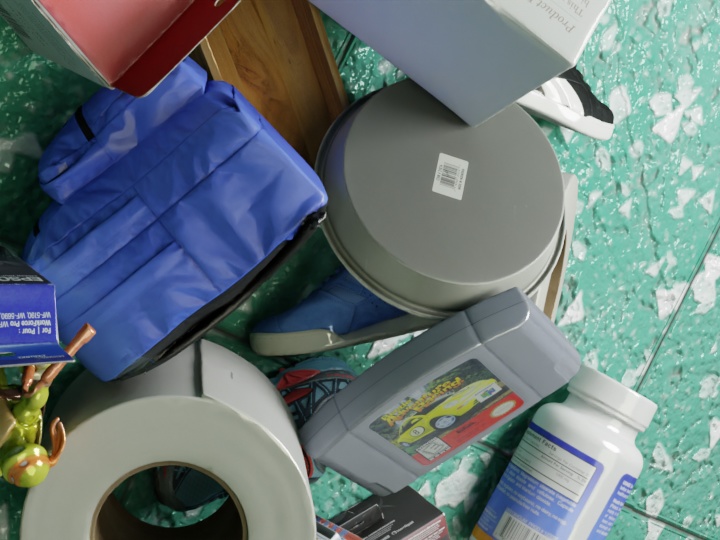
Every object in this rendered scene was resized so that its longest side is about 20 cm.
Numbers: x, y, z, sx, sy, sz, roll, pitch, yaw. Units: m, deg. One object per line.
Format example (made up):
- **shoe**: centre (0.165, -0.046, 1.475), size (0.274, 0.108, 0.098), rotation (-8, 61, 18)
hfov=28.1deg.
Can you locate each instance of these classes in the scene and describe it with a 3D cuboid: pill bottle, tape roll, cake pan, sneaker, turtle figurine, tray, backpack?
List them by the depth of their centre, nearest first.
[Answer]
- **turtle figurine**: centre (-0.237, 0.085, 0.941), size (0.064, 0.161, 0.201), rotation (9, 118, -48)
- **backpack**: centre (-0.142, -0.037, 0.974), size (0.200, 0.163, 0.168), rotation (-44, 96, 4)
- **tape roll**: centre (-0.135, 0.163, 1.023), size (0.200, 0.139, 0.205), rotation (-1, 103, -7)
- **cake pan**: centre (0.065, -0.061, 1.065), size (0.199, 0.201, 0.037), rotation (-27, 165, -24)
- **tray**: centre (-0.064, -0.133, 1.073), size (0.098, 0.037, 0.201), rotation (-33, 122, -21)
- **sneaker**: centre (0.000, 0.000, 1.121), size (0.077, 0.198, 0.112), rotation (1, 77, -71)
- **sneaker**: centre (-0.069, 0.132, 1.131), size (0.199, 0.095, 0.080), rotation (-28, 122, -24)
- **sneaker**: centre (0.156, -0.185, 1.186), size (0.199, 0.073, 0.113), rotation (17, 98, -37)
- **tape roll**: centre (0.143, 0.016, 1.200), size (0.203, 0.037, 0.205), rotation (12, 90, -78)
- **pill bottle**: centre (0.192, 0.193, 1.331), size (0.112, 0.112, 0.201), rotation (30, 89, -39)

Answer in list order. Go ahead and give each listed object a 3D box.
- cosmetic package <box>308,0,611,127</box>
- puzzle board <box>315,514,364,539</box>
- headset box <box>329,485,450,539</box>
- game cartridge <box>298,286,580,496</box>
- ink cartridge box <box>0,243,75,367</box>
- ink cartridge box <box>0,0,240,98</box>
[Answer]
- **cosmetic package**: centre (0.095, -0.244, 1.008), size (0.167, 0.166, 0.201), rotation (36, 72, -11)
- **puzzle board**: centre (-0.085, 0.240, 1.102), size (0.151, 0.200, 0.017), rotation (-43, 106, -15)
- **headset box**: centre (0.010, 0.294, 1.261), size (0.148, 0.075, 0.202), rotation (-26, 120, -25)
- **game cartridge**: centre (0.058, 0.094, 1.071), size (0.199, 0.041, 0.133), rotation (-35, 141, 12)
- **ink cartridge box**: centre (-0.256, 0.009, 0.885), size (0.099, 0.199, 0.040), rotation (-2, 109, -36)
- **ink cartridge box**: centre (-0.130, -0.219, 0.905), size (0.200, 0.175, 0.084), rotation (-49, 128, -11)
